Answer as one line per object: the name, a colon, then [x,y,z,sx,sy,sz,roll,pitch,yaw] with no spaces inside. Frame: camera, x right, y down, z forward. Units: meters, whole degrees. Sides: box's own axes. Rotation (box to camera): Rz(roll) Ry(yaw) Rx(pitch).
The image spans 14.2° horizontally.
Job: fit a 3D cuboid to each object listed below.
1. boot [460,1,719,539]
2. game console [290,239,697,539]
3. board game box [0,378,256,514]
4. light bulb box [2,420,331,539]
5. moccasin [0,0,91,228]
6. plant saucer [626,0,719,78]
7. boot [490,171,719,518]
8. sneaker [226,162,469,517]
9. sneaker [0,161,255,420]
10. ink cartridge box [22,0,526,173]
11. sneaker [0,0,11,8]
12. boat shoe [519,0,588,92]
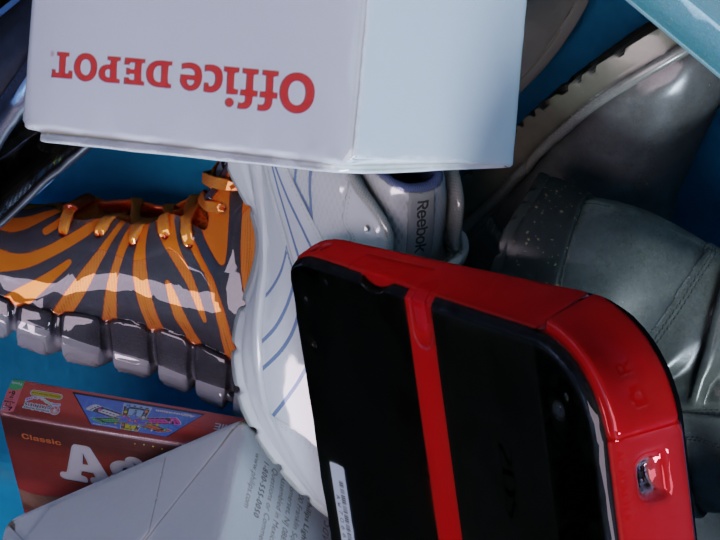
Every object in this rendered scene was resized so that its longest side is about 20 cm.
boot: [0.124,0.023,0.985,0.200,0.072,0.182,52,140,6]
game console: [0.045,0.096,0.901,0.177,0.031,0.201,16,118,57]
board game box: [-0.031,0.093,1.079,0.199,0.019,0.103,9,141,11]
light bulb box: [-0.038,0.200,1.031,0.125,0.199,0.200,-23,128,34]
moccasin: [-0.077,-0.079,1.025,0.200,0.080,0.068,-41,50,25]
plant saucer: [0.136,-0.061,0.880,0.200,0.019,0.070,39,166,4]
boot: [0.096,0.070,0.951,0.130,0.068,0.201,18,123,12]
sneaker: [0.000,0.000,0.975,0.087,0.074,0.201,7,112,58]
sneaker: [-0.069,-0.019,1.072,0.199,0.078,0.112,18,115,7]
ink cartridge box: [-0.023,-0.134,0.895,0.146,0.084,0.201,9,96,41]
sneaker: [-0.149,-0.135,1.056,0.083,0.072,0.200,44,123,6]
boat shoe: [0.044,-0.145,0.973,0.062,0.073,0.201,-121,33,-48]
